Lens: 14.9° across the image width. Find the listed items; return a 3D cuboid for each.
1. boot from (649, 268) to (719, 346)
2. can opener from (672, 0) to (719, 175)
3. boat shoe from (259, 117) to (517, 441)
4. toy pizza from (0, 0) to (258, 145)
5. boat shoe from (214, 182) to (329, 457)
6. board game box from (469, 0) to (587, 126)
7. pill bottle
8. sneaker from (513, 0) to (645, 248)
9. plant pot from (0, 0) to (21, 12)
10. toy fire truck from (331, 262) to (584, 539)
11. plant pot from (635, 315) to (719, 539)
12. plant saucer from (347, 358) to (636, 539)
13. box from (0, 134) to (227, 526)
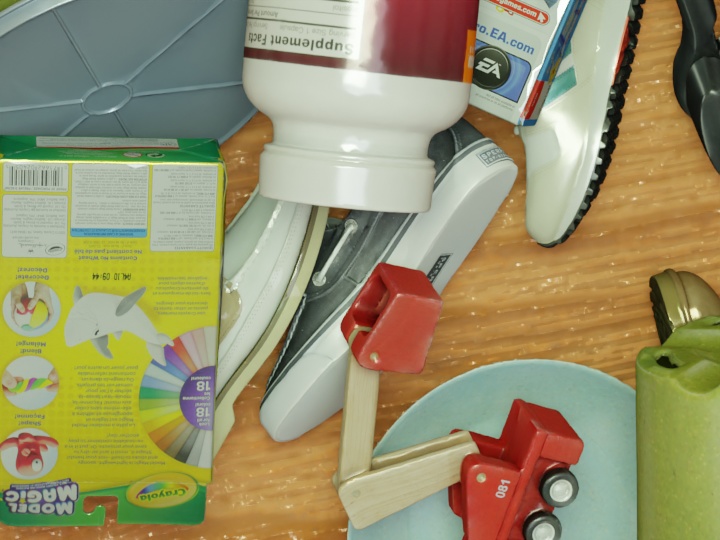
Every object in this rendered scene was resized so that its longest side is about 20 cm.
[{"bbox_3d":[0.271,0.041,1.498,0.199,0.066,0.176,-24,114,-1],"label":"boot"},{"bbox_3d":[0.187,-0.139,1.420,0.063,0.079,0.201,-19,131,-2],"label":"can opener"},{"bbox_3d":[0.000,0.000,1.459,0.068,0.072,0.201,43,110,21],"label":"boat shoe"},{"bbox_3d":[-0.132,-0.098,1.380,0.199,0.200,0.032,-20,64,-2],"label":"toy pizza"},{"bbox_3d":[-0.081,0.022,1.447,0.068,0.075,0.201,24,98,-16],"label":"boat shoe"},{"bbox_3d":[0.035,-0.202,1.394,0.199,0.056,0.197,25,97,11],"label":"board game box"},{"bbox_3d":[0.002,-0.132,1.319,0.112,0.113,0.202,5,95,-7],"label":"pill bottle"},{"bbox_3d":[0.096,-0.116,1.453,0.093,0.070,0.201,13,101,9],"label":"sneaker"},{"bbox_3d":[-0.209,-0.184,1.353,0.198,0.187,0.189,1,101,-20],"label":"plant pot"},{"bbox_3d":[0.038,0.108,1.431,0.140,0.049,0.201,15,105,-18],"label":"toy fire truck"},{"bbox_3d":[0.216,0.122,1.393,0.199,0.200,0.186,-11,104,-4],"label":"plant pot"},{"bbox_3d":[0.089,0.143,1.507,0.199,0.039,0.203,-1,101,-5],"label":"plant saucer"},{"bbox_3d":[-0.129,0.034,1.387,0.116,0.048,0.202,1,108,-9],"label":"box"}]
